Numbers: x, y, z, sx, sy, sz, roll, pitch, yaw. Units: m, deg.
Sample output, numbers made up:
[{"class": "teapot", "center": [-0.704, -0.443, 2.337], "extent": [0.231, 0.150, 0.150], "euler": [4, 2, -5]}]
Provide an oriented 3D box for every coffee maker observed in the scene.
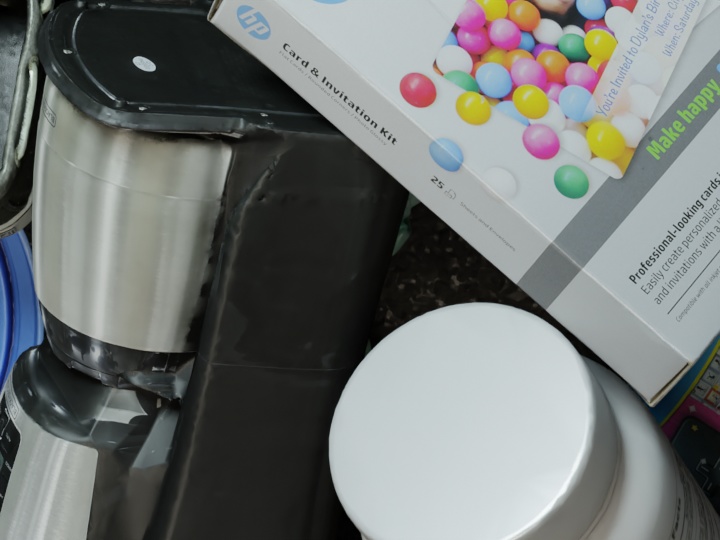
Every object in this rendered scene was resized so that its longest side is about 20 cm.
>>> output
[{"class": "coffee maker", "center": [-0.037, 0.019, 1.072], "extent": [0.191, 0.135, 0.201], "euler": [13, 116, 5]}]

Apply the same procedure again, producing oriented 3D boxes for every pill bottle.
[{"class": "pill bottle", "center": [0.067, 0.096, 1.058], "extent": [0.113, 0.114, 0.200], "euler": [-10, 150, 18]}]

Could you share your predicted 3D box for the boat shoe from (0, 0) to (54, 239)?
[{"class": "boat shoe", "center": [-0.144, -0.114, 1.103], "extent": [0.070, 0.064, 0.201], "euler": [-6, 78, -3]}]

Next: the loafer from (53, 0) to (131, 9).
[{"class": "loafer", "center": [-0.191, -0.091, 1.176], "extent": [0.199, 0.073, 0.073], "euler": [14, 123, 7]}]

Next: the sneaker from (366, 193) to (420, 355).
[{"class": "sneaker", "center": [0.000, 0.000, 1.177], "extent": [0.200, 0.074, 0.118], "euler": [-29, 114, 19]}]

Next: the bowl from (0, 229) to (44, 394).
[{"class": "bowl", "center": [-0.226, 0.023, 1.161], "extent": [0.200, 0.039, 0.202], "euler": [-3, 101, -15]}]

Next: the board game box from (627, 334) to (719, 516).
[{"class": "board game box", "center": [0.209, 0.064, 1.130], "extent": [0.200, 0.064, 0.148], "euler": [36, 121, 17]}]

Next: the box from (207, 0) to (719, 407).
[{"class": "box", "center": [0.072, -0.075, 1.012], "extent": [0.200, 0.156, 0.041], "euler": [41, 148, 4]}]
